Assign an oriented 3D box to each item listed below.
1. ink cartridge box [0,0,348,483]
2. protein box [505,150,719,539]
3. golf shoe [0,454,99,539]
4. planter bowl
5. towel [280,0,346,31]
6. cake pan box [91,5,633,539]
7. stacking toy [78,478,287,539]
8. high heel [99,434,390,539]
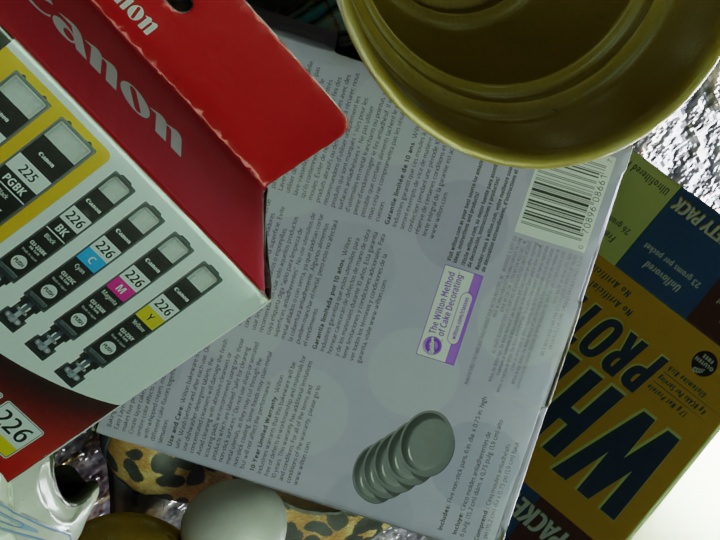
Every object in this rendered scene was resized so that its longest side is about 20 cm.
[{"bbox_3d":[-0.127,-0.052,0.906,0.175,0.084,0.200,-35,118,18],"label":"ink cartridge box"},{"bbox_3d":[0.132,0.079,1.258,0.200,0.135,0.199,-50,155,-3],"label":"protein box"},{"bbox_3d":[-0.175,0.072,1.025,0.097,0.078,0.200,-50,145,-14],"label":"golf shoe"},{"bbox_3d":[0.057,-0.146,1.004,0.199,0.083,0.202,-5,102,-27],"label":"planter bowl"},{"bbox_3d":[-0.003,-0.075,1.127,0.199,0.022,0.147,-34,145,0],"label":"towel"},{"bbox_3d":[0.000,0.000,1.059,0.183,0.052,0.201,15,104,-4],"label":"cake pan box"},{"bbox_3d":[-0.120,0.162,1.200,0.200,0.147,0.146,-38,146,12],"label":"stacking toy"},{"bbox_3d":[-0.032,0.082,1.250,0.199,0.072,0.143,-15,143,-17],"label":"high heel"}]
